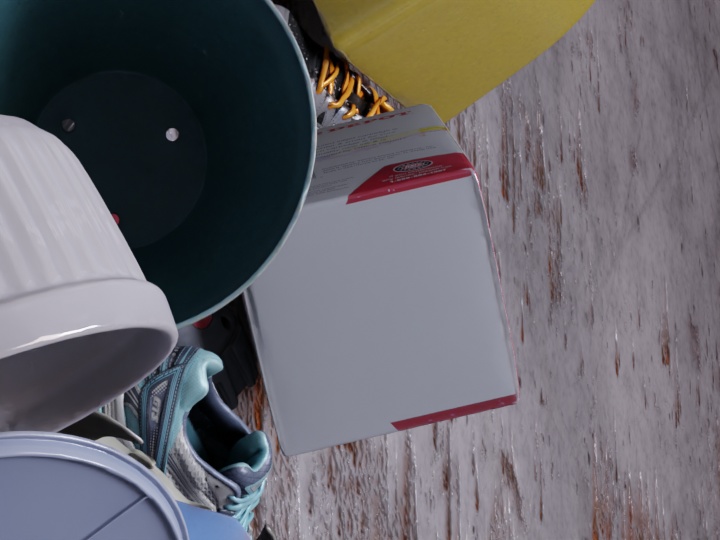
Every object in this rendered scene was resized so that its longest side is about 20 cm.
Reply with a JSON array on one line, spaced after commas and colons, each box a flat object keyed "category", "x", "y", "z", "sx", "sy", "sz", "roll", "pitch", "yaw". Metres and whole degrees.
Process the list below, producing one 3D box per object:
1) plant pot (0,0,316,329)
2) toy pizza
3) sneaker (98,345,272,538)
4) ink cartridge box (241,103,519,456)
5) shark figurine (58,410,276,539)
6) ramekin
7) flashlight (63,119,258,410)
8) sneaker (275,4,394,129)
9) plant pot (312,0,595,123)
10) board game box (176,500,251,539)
[{"category": "plant pot", "x": -0.124, "y": -0.063, "z": 1.261, "sx": 0.135, "sy": 0.199, "sz": 0.201, "roll": 136, "pitch": -53, "yaw": -85}, {"category": "toy pizza", "x": -0.169, "y": 0.140, "z": 1.069, "sx": 0.032, "sy": 0.200, "sz": 0.200, "roll": 57, "pitch": -2, "yaw": 45}, {"category": "sneaker", "x": -0.087, "y": 0.127, "z": 1.396, "sx": 0.078, "sy": 0.086, "sz": 0.201, "roll": -67, "pitch": 144, "yaw": -52}, {"category": "ink cartridge box", "x": 0.000, "y": 0.000, "z": 1.501, "sx": 0.200, "sy": 0.145, "sz": 0.145, "roll": -110, "pitch": -174, "yaw": -74}, {"category": "shark figurine", "x": -0.136, "y": 0.119, "z": 1.258, "sx": 0.090, "sy": 0.214, "sz": 0.128, "roll": -52, "pitch": 180, "yaw": -10}, {"category": "ramekin", "x": -0.184, "y": 0.018, "z": 1.031, "sx": 0.105, "sy": 0.200, "sz": 0.200, "roll": 67, "pitch": 18, "yaw": 11}, {"category": "flashlight", "x": -0.110, "y": -0.008, "z": 1.414, "sx": 0.068, "sy": 0.067, "sz": 0.200, "roll": -94, "pitch": 164, "yaw": -49}, {"category": "sneaker", "x": -0.019, "y": -0.105, "z": 1.674, "sx": 0.200, "sy": 0.077, "sz": 0.079, "roll": 58, "pitch": 33, "yaw": -45}, {"category": "plant pot", "x": 0.069, "y": -0.246, "z": 1.708, "sx": 0.195, "sy": 0.199, "sz": 0.195, "roll": 32, "pitch": 33, "yaw": -65}, {"category": "board game box", "x": -0.136, "y": 0.177, "z": 1.172, "sx": 0.039, "sy": 0.199, "sz": 0.159, "roll": 134, "pitch": -29, "yaw": -69}]
